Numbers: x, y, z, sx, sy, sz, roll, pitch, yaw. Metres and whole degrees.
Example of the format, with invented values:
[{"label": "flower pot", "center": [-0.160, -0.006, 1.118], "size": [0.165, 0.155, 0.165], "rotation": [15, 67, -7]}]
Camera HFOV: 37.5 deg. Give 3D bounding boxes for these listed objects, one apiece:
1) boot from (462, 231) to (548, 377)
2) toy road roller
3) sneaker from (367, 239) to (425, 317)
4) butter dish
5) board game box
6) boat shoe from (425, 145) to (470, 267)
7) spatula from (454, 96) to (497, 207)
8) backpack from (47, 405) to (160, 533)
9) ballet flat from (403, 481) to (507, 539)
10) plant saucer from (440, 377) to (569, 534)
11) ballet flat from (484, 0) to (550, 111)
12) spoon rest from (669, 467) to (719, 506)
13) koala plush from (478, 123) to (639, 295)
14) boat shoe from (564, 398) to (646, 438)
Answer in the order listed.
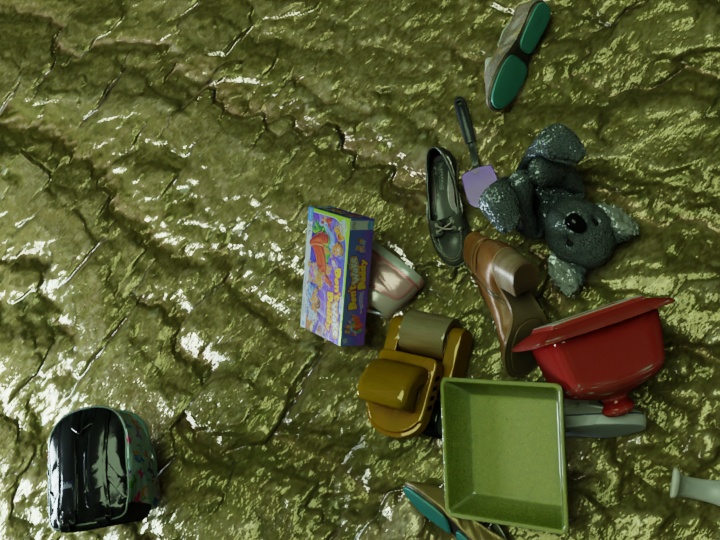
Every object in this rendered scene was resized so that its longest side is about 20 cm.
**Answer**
[{"label": "boot", "center": [0.205, 0.047, 1.592], "size": [0.077, 0.200, 0.155], "rotation": [-20, 28, -18]}, {"label": "toy road roller", "center": [0.074, 0.152, 1.591], "size": [0.123, 0.146, 0.200], "rotation": [11, 79, 29]}, {"label": "sneaker", "center": [0.000, 0.000, 1.717], "size": [0.200, 0.075, 0.105], "rotation": [38, 88, 27]}, {"label": "butter dish", "center": [0.328, 0.126, 1.438], "size": [0.199, 0.200, 0.148], "rotation": [-19, 85, -6]}, {"label": "board game box", "center": [-0.039, 0.006, 1.681], "size": [0.134, 0.045, 0.200], "rotation": [20, 108, 57]}, {"label": "boat shoe", "center": [0.131, -0.104, 1.694], "size": [0.067, 0.057, 0.200], "rotation": [-14, 68, 23]}, {"label": "spatula", "center": [0.180, -0.195, 1.718], "size": [0.056, 0.021, 0.200], "rotation": [-18, 66, 15]}, {"label": "backpack", "center": [-0.434, 0.331, 1.792], "size": [0.177, 0.151, 0.200], "rotation": [-15, 75, 19]}, {"label": "ballet flat", "center": [0.150, 0.364, 1.546], "size": [0.063, 0.069, 0.200], "rotation": [-38, 60, -21]}, {"label": "plant saucer", "center": [0.207, 0.248, 1.467], "size": [0.200, 0.048, 0.200], "rotation": [-1, 91, 41]}, {"label": "ballet flat", "center": [0.242, -0.347, 1.719], "size": [0.067, 0.068, 0.200], "rotation": [20, 78, 50]}, {"label": "spoon rest", "center": [0.508, 0.295, 1.387], "size": [0.200, 0.061, 0.100], "rotation": [9, 79, 15]}, {"label": "koala plush", "center": [0.298, -0.081, 1.564], "size": [0.200, 0.184, 0.177], "rotation": [44, 89, 9]}, {"label": "boat shoe", "center": [0.304, 0.197, 1.508], "size": [0.200, 0.071, 0.070], "rotation": [-6, 66, 27]}]
